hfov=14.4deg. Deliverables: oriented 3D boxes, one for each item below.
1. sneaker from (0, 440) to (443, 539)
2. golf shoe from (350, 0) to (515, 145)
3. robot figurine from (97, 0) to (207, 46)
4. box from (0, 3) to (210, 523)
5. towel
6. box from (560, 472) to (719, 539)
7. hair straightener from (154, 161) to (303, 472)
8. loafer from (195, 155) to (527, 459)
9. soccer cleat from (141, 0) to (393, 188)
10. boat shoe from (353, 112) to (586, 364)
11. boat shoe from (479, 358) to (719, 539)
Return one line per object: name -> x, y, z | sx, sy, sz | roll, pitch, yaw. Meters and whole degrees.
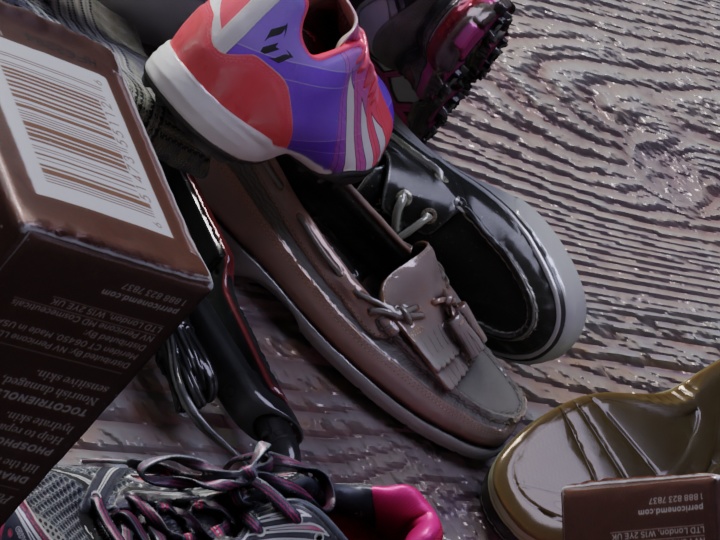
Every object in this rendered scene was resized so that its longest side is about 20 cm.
sneaker -> -0.058, 0.092, 1.004 | 0.199, 0.075, 0.081 | 12, 39, -45
golf shoe -> 0.021, -0.118, 1.356 | 0.092, 0.073, 0.200 | 39, -9, 5
robot figurine -> -0.085, -0.192, 1.332 | 0.150, 0.125, 0.201 | 19, 33, -23
box -> -0.139, 0.028, 0.828 | 0.075, 0.200, 0.100 | 19, 35, -43
towel -> -0.152, -0.118, 1.165 | 0.192, 0.035, 0.200 | 30, 8, -22
box -> 0.130, 0.177, 1.029 | 0.100, 0.075, 0.201 | 9, 77, -51
hair straightener -> -0.080, 0.017, 1.137 | 0.077, 0.041, 0.201 | 14, 42, -44
loafer -> 0.000, 0.000, 1.233 | 0.200, 0.063, 0.072 | 40, 25, -5
soccer cleat -> -0.018, -0.082, 1.160 | 0.068, 0.073, 0.200 | 49, 15, 15
boat shoe -> 0.014, -0.026, 1.294 | 0.200, 0.071, 0.064 | 41, 24, 15
boat shoe -> 0.126, 0.090, 1.275 | 0.199, 0.065, 0.074 | -14, 70, -39
